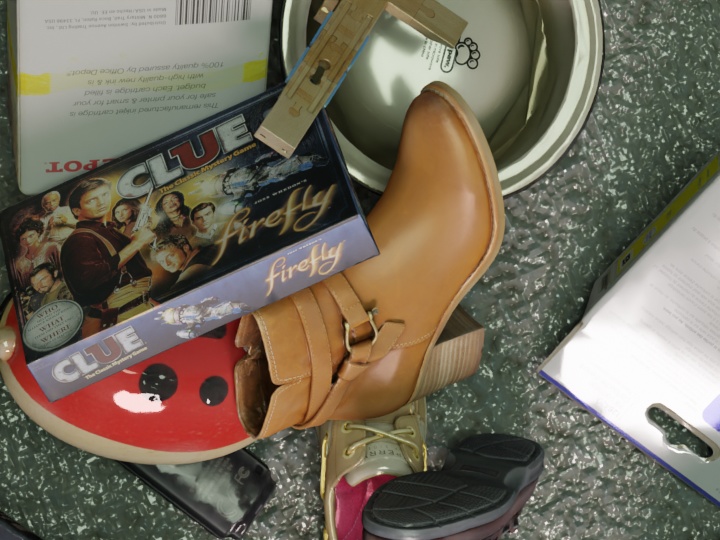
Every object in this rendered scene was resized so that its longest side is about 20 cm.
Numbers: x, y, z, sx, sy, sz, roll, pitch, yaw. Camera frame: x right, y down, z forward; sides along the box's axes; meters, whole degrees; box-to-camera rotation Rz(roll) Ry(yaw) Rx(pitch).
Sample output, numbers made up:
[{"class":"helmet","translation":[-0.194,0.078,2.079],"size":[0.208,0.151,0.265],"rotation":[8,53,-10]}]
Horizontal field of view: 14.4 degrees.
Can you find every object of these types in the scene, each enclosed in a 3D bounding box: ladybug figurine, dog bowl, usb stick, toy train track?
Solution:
[{"class":"ladybug figurine","translation":[-0.115,0.042,1.663],"size":[0.199,0.072,0.137],"rotation":[-2,73,-26]},{"class":"dog bowl","translation":[0.042,-0.135,1.718],"size":[0.198,0.074,0.202],"rotation":[0,89,-12]},{"class":"usb stick","translation":[-0.139,0.084,1.700],"size":[0.200,0.033,0.056],"rotation":[38,74,-9]},{"class":"toy train track","translation":[-0.012,-0.130,1.617],"size":[0.114,0.033,0.200],"rotation":[33,50,-4]}]

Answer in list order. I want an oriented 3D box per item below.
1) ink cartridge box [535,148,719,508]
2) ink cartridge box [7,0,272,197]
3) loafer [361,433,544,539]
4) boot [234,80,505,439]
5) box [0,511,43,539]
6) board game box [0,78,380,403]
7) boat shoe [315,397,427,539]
[{"class":"ink cartridge box","translation":[0.244,0.043,1.745],"size":[0.197,0.047,0.200],"rotation":[36,120,-12]},{"class":"ink cartridge box","translation":[-0.128,-0.143,1.622],"size":[0.144,0.201,0.084],"rotation":[-4,46,-11]},{"class":"loafer","translation":[0.058,0.148,1.668],"size":[0.071,0.200,0.063],"rotation":[11,106,22]},{"class":"boot","translation":[0.000,0.000,1.621],"size":[0.154,0.074,0.201],"rotation":[-16,119,-29]},{"class":"box","translation":[-0.196,0.263,1.625],"size":[0.199,0.117,0.197],"rotation":[33,84,4]},{"class":"board game box","translation":[-0.100,-0.020,1.590],"size":[0.199,0.136,0.035],"rotation":[-24,131,3]},{"class":"boat shoe","translation":[0.011,0.119,1.711],"size":[0.073,0.069,0.202],"rotation":[-1,90,-12]}]
